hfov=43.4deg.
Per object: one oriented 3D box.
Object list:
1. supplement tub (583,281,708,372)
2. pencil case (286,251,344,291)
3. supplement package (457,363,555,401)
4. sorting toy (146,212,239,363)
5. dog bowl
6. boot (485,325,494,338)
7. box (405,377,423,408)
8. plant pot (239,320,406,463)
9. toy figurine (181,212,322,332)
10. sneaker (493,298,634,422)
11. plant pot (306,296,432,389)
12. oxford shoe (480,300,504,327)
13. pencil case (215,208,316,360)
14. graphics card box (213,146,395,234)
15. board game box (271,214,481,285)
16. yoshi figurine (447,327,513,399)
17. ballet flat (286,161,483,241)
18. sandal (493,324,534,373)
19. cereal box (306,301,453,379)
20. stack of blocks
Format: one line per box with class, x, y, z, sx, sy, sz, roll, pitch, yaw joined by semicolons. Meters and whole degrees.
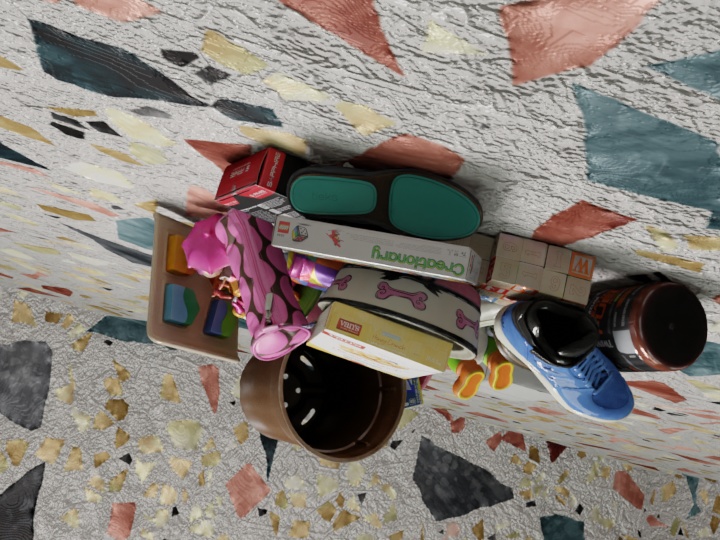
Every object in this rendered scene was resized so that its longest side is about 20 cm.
supplement tub;0.324;0.075;1.125;0.107;0.107;0.200;19;166;-19
pencil case;0.000;0.000;1.219;0.200;0.089;0.088;17;167;-9
supplement package;0.257;0.144;1.479;0.117;0.117;0.200;18;167;-14
sorting toy;-0.236;0.027;1.339;0.036;0.200;0.185;-16;157;30
dog bowl;0.054;0.040;1.082;0.200;0.074;0.200;19;169;4
boot;0.212;0.066;1.322;0.090;0.073;0.200;24;156;-19
box;0.036;0.110;1.368;0.070;0.200;0.064;-10;179;-23
plant pot;-0.071;0.171;1.307;0.200;0.201;0.198;21;162;-28
toy figurine;-0.174;-0.003;1.295;0.184;0.150;0.200;33;144;-24
sneaker;0.253;0.105;1.045;0.200;0.077;0.111;42;164;-3
plant pot;0.003;0.115;1.515;0.200;0.200;0.179;24;179;-36
oxford shoe;0.166;0.040;1.202;0.200;0.075;0.058;-6;118;27
pencil case;-0.125;0.007;1.141;0.091;0.200;0.094;-28;153;9
graphics card box;-0.049;-0.073;1.026;0.200;0.051;0.125;22;165;-26
board game box;0.021;-0.020;0.939;0.200;0.035;0.126;10;179;13
yoshi figurine;0.134;0.105;1.307;0.112;0.112;0.200;41;-168;-44
ballet flat;0.025;-0.075;0.923;0.200;0.073;0.073;8;167;0
sandal;0.264;0.111;1.235;0.200;0.082;0.055;30;129;-29
cereal box;0.016;0.088;1.081;0.144;0.040;0.200;20;169;-5
stack of blocks;0.163;-0.002;1.079;0.200;0.059;0.115;15;167;-1
